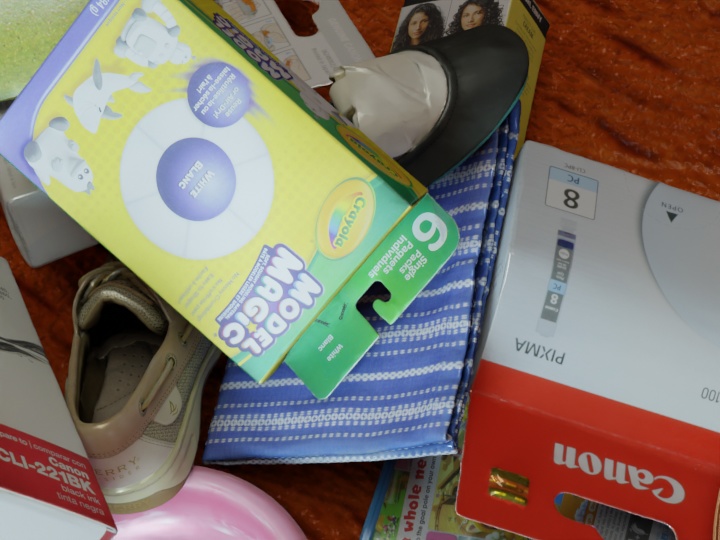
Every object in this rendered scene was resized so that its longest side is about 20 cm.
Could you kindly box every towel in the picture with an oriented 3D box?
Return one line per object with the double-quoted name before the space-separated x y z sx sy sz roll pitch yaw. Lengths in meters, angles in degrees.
"towel" 0.000 0.000 0.942 0.145 0.024 0.200 -6 58 31

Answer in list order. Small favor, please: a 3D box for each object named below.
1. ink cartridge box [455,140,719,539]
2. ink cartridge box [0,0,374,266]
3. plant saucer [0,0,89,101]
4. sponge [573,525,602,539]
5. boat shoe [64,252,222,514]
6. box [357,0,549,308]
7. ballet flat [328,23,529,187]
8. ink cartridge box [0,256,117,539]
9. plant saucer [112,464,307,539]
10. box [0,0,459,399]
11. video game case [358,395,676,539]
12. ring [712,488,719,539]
"ink cartridge box" 0.135 0.044 0.912 0.160 0.047 0.200 18 51 -8
"ink cartridge box" -0.102 -0.094 1.011 0.200 0.047 0.160 -20 38 -8
"plant saucer" -0.178 -0.167 1.036 0.200 0.048 0.200 -9 38 9
"sponge" 0.046 0.206 0.861 0.200 0.030 0.112 -27 55 0
"boat shoe" -0.109 0.027 0.948 0.072 0.065 0.200 -8 40 12
"box" 0.042 -0.058 1.003 0.075 0.050 0.200 -2 60 31
"ballet flat" -0.007 -0.056 0.924 0.200 0.068 0.068 -38 59 11
"ink cartridge box" -0.210 0.089 0.877 0.144 0.084 0.200 -49 44 16
"plant saucer" -0.105 0.184 0.876 0.200 0.051 0.201 -11 49 12
"box" -0.061 -0.039 0.883 0.200 0.048 0.117 40 107 1
"video game case" 0.102 0.136 0.927 0.200 0.018 0.143 14 65 11
"ring" 0.245 0.113 0.822 0.200 0.019 0.201 -12 65 28
